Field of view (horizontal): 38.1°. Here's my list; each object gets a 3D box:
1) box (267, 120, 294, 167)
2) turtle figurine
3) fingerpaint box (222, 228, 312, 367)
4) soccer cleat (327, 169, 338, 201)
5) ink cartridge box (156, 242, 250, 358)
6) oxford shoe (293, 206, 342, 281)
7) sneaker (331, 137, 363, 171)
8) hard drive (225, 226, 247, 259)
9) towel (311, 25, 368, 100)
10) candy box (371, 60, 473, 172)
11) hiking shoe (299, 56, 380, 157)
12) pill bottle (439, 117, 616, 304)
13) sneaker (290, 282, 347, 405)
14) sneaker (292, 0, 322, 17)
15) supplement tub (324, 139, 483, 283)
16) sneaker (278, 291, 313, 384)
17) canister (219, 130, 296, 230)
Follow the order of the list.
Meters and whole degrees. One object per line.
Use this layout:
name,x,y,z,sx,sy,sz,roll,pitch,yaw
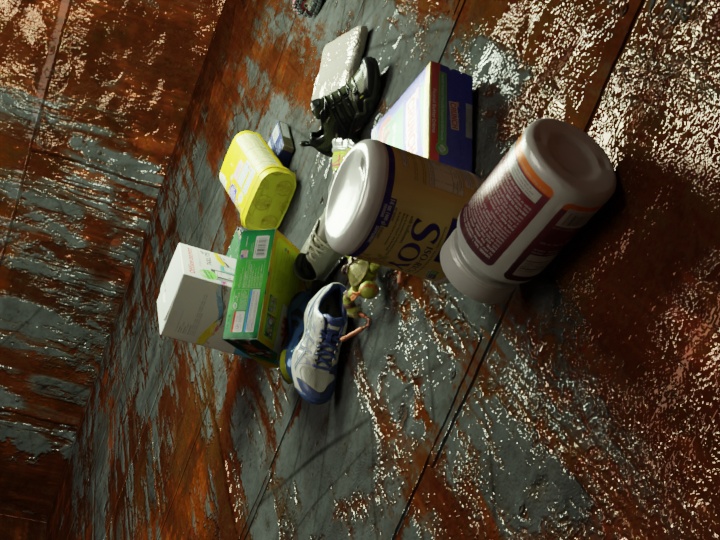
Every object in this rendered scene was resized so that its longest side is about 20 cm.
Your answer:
box,-0.204,-0.220,2.320,0.200,0.032,0.121,-61,24,26
turtle figurine,0.000,0.000,1.602,0.200,0.064,0.162,-60,25,33
fingerpaint box,-0.157,0.052,1.815,0.073,0.167,0.201,-2,68,24
soccer cleat,-0.004,-0.129,1.615,0.200,0.070,0.087,-44,-47,-76
ink cartridge box,-0.294,0.061,2.110,0.146,0.199,0.147,-65,23,21
oxford shoe,-0.062,-0.046,1.766,0.075,0.058,0.200,52,139,19
sneaker,-0.001,-0.173,1.734,0.200,0.078,0.091,-156,75,-75
hard drive,-0.291,0.016,2.360,0.140,0.038,0.201,-115,45,-60
towel,-0.044,-0.400,2.048,0.200,0.034,0.133,-6,70,67
candy box,0.083,-0.171,1.500,0.200,0.077,0.170,-40,40,55
hiking shoe,-0.034,-0.292,1.850,0.201,0.100,0.076,-66,23,21
pill bottle,0.176,-0.059,1.135,0.200,0.114,0.115,-53,29,42
sneaker,-0.061,0.110,1.652,0.088,0.075,0.201,128,150,-56
sneaker,-0.100,-0.653,2.309,0.200,0.080,0.075,-45,33,52
supplement tub,0.071,-0.067,1.283,0.145,0.199,0.146,16,90,70
sneaker,-0.083,0.107,1.762,0.078,0.066,0.201,-20,36,21
canister,-0.223,-0.192,2.214,0.149,0.086,0.200,-64,36,23
